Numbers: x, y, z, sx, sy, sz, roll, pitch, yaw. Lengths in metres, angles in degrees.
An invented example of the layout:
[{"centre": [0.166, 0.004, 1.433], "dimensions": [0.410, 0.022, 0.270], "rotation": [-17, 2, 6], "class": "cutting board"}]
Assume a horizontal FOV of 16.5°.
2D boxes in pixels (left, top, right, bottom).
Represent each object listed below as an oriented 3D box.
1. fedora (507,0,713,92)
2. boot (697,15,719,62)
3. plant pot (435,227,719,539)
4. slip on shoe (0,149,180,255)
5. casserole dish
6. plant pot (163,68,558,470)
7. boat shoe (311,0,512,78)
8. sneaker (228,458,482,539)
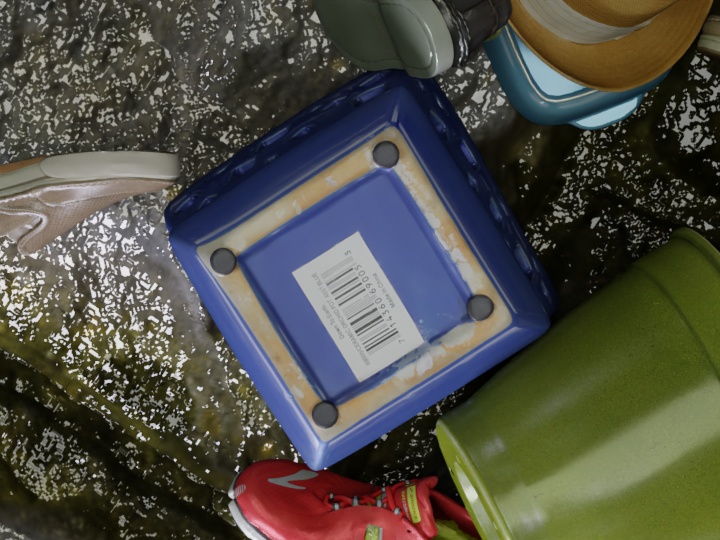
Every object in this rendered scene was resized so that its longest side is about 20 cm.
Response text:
[{"centre": [0.162, -0.207, 1.494], "dimensions": [0.200, 0.082, 0.202], "rotation": [6, 79, -34], "class": "fedora"}, {"centre": [0.313, -0.193, 1.548], "dimensions": [0.199, 0.072, 0.156], "rotation": [3, 98, -5], "class": "boot"}, {"centre": [0.156, 0.105, 1.510], "dimensions": [0.192, 0.200, 0.201], "rotation": [-26, 96, -6], "class": "plant pot"}, {"centre": [-0.209, -0.040, 1.578], "dimensions": [0.199, 0.076, 0.061], "rotation": [-7, 92, 5], "class": "slip on shoe"}, {"centre": [0.126, -0.185, 1.570], "dimensions": [0.120, 0.039, 0.201], "rotation": [-21, 96, 3], "class": "casserole dish"}, {"centre": [0.000, 0.000, 1.527], "dimensions": [0.199, 0.180, 0.201], "rotation": [-31, 96, 4], "class": "plant pot"}, {"centre": [0.026, -0.161, 1.508], "dimensions": [0.060, 0.201, 0.072], "rotation": [-27, 113, -15], "class": "boat shoe"}, {"centre": [0.015, 0.155, 1.584], "dimensions": [0.199, 0.077, 0.085], "rotation": [19, 137, -14], "class": "sneaker"}]
